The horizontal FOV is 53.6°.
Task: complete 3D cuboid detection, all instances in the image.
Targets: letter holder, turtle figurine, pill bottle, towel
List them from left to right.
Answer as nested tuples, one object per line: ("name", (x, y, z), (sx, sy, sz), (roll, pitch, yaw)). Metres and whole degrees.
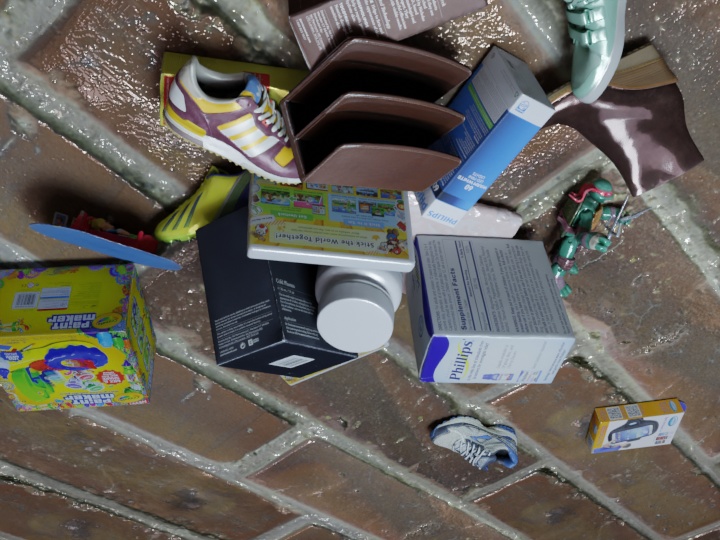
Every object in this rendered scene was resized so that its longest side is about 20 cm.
("pill bottle", (0.000, 0.000, 0.932), (0.112, 0.201, 0.114), (3, 132, 3))
("letter holder", (0.036, -0.169, 0.799), (0.198, 0.102, 0.142), (-2, 159, -43))
("towel", (0.113, -0.034, 1.067), (0.197, 0.032, 0.192), (11, 133, -18))
("turtle figurine", (0.332, -0.062, 1.030), (0.149, 0.101, 0.201), (-30, 153, -41))

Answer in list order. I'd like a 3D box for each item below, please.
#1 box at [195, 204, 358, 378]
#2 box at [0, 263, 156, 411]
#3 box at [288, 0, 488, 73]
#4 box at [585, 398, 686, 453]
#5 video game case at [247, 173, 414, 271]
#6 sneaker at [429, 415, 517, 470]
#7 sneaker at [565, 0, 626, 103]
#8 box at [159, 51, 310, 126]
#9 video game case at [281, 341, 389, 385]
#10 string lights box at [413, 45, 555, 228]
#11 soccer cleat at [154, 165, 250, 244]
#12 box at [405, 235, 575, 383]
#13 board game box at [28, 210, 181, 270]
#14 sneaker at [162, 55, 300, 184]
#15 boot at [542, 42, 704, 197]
("box", (-0.106, 0.034, 0.945), (0.103, 0.184, 0.200), (-20, 159, 21))
("box", (-0.419, 0.101, 1.048), (0.197, 0.123, 0.194), (-3, 140, -5))
("box", (0.024, -0.293, 0.750), (0.198, 0.101, 0.075), (-17, 135, 8))
("box", (0.578, 0.323, 1.482), (0.197, 0.042, 0.120), (-6, 135, 0))
("video game case", (-0.037, -0.088, 0.875), (0.197, 0.184, 0.023), (5, 148, -14))
("sneaker", (0.234, 0.350, 1.424), (0.197, 0.086, 0.077), (11, 132, -18))
("sneaker", (0.228, -0.289, 0.783), (0.117, 0.074, 0.203), (-1, 113, -13))
("box", (-0.135, -0.204, 0.849), (0.197, 0.050, 0.076), (6, 134, -13))
("video game case", (-0.076, 0.104, 1.182), (0.198, 0.023, 0.183), (-24, 133, 13))
("string lights box", (0.140, -0.163, 0.892), (0.058, 0.104, 0.200), (15, 131, -31))
("soccer cleat", (-0.197, -0.093, 0.955), (0.198, 0.065, 0.085), (-19, 97, 22))
("box", (0.174, 0.054, 1.010), (0.197, 0.185, 0.106), (3, 136, -8))
("board game box", (-0.330, -0.047, 0.947), (0.198, 0.039, 0.157), (20, 168, -34))
("sneaker", (-0.116, -0.166, 0.801), (0.198, 0.076, 0.090), (17, 135, -25))
("boot", (0.310, -0.167, 0.887), (0.198, 0.072, 0.168), (-24, 97, 7))
